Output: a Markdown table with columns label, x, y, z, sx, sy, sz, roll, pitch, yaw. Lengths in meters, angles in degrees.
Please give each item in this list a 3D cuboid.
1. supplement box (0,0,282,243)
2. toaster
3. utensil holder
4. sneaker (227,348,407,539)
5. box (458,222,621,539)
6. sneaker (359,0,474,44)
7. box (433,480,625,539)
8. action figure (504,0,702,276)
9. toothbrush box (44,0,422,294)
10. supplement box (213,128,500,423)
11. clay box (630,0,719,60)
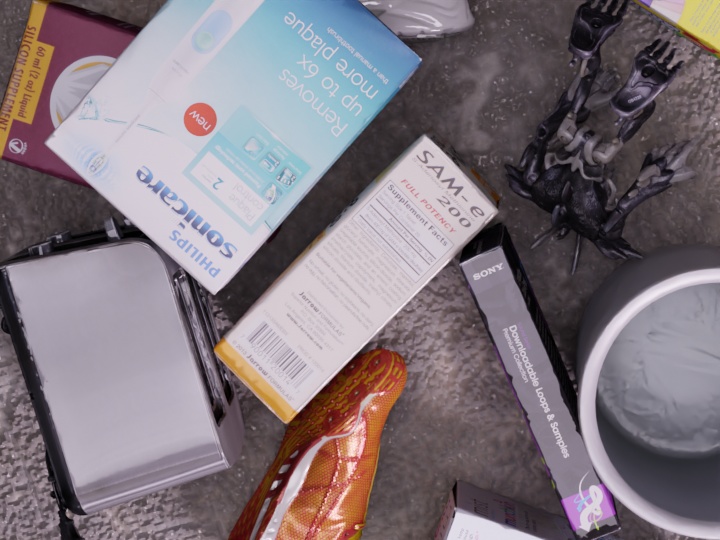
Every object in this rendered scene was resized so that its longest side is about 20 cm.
| label | x | y | z | sx | sy | sz | roll | pitch | yaw |
| --- | --- | --- | --- | --- | --- | --- | --- | --- | --- |
| supplement box | -0.136 | -0.102 | 1.490 | 0.199 | 0.086 | 0.111 | 18 | 97 | 0 |
| toaster | -0.158 | 0.064 | 1.463 | 0.118 | 0.181 | 0.201 | -16 | 95 | 3 |
| utensil holder | 0.222 | 0.071 | 1.435 | 0.169 | 0.200 | 0.171 | 0 | 96 | 3 |
| sneaker | -0.020 | 0.143 | 1.532 | 0.077 | 0.073 | 0.200 | 27 | 102 | -23 |
| box | 0.119 | 0.071 | 1.470 | 0.036 | 0.143 | 0.201 | -21 | 94 | 6 |
| sneaker | -0.025 | -0.201 | 1.487 | 0.199 | 0.078 | 0.100 | -3 | 90 | -6 |
| box | 0.112 | 0.273 | 1.516 | 0.176 | 0.097 | 0.201 | 19 | 98 | 1 |
| action figure | 0.165 | -0.085 | 1.462 | 0.102 | 0.200 | 0.119 | -36 | 65 | -29 |
| toothbrush box | -0.079 | -0.107 | 1.402 | 0.146 | 0.085 | 0.200 | 43 | 95 | -1 |
| supplement box | 0.000 | 0.000 | 1.476 | 0.074 | 0.126 | 0.200 | 45 | 96 | -1 |
| clay box | 0.227 | -0.219 | 1.477 | 0.200 | 0.048 | 0.115 | 32 | 94 | 0 |
